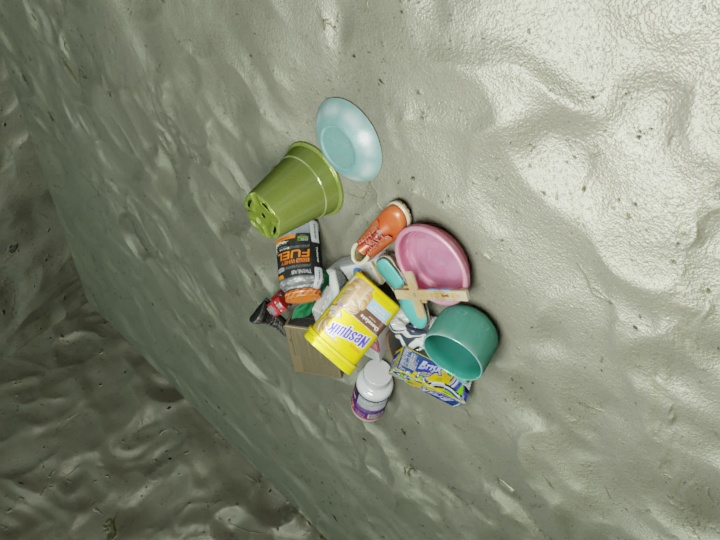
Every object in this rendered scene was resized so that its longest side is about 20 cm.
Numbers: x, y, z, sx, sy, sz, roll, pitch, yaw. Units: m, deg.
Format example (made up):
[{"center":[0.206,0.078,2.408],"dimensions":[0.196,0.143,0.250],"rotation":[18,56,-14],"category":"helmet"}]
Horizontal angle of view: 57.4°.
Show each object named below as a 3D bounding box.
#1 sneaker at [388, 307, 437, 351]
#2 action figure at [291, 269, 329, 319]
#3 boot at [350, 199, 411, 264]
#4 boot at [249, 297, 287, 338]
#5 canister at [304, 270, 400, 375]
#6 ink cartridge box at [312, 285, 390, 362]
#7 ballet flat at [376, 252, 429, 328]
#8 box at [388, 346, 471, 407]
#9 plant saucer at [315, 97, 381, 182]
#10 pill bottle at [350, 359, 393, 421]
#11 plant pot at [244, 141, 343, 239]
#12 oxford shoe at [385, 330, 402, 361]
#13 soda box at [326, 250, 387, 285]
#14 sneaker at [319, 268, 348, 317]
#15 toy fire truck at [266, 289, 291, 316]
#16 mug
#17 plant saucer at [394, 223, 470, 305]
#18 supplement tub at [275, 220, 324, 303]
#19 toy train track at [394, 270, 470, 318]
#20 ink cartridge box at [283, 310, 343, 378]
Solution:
[{"center":[0.161,0.169,1.627],"dimensions":[0.195,0.081,0.130],"rotation":[17,157,14],"category":"sneaker"},{"center":[-0.131,0.052,1.861],"dimensions":[0.055,0.117,0.202],"rotation":[49,140,23],"category":"action figure"},{"center":[0.044,-0.079,1.494],"dimensions":[0.075,0.107,0.200],"rotation":[48,146,6],"category":"boot"},{"center":[-0.253,0.169,2.056],"dimensions":[0.174,0.069,0.200],"rotation":[43,-170,-6],"category":"boot"},{"center":[-0.018,0.121,1.563],"dimensions":[0.148,0.201,0.087],"rotation":[39,180,-7],"category":"canister"},{"center":[-0.020,0.143,1.751],"dimensions":[0.197,0.086,0.147],"rotation":[24,155,18],"category":"ink cartridge box"},{"center":[0.112,0.041,1.564],"dimensions":[0.067,0.067,0.202],"rotation":[-29,94,30],"category":"ballet flat"},{"center":[0.173,0.265,1.635],"dimensions":[0.197,0.065,0.070],"rotation":[28,156,-6],"category":"box"},{"center":[-0.039,-0.279,1.462],"dimensions":[0.199,0.039,0.204],"rotation":[33,143,28],"category":"plant saucer"},{"center":[0.036,0.345,1.912],"dimensions":[0.111,0.111,0.202],"rotation":[38,145,19],"category":"pill bottle"},{"center":[-0.175,-0.177,1.591],"dimensions":[0.198,0.189,0.203],"rotation":[32,143,28],"category":"plant pot"},{"center":[0.104,0.231,1.740],"dimensions":[0.071,0.071,0.202],"rotation":[17,143,48],"category":"oxford shoe"},{"center":[0.000,0.000,1.664],"dimensions":[0.198,0.063,0.069],"rotation":[-11,114,54],"category":"soda box"},{"center":[-0.066,0.097,1.647],"dimensions":[0.085,0.074,0.205],"rotation":[-5,88,25],"category":"sneaker"},{"center":[-0.236,0.091,1.971],"dimensions":[0.140,0.200,0.049],"rotation":[-35,96,29],"category":"toy fire truck"},{"center":[0.227,0.158,1.481],"dimensions":[0.151,0.115,0.186],"rotation":[35,152,5],"category":"mug"},{"center":[0.165,-0.020,1.453],"dimensions":[0.199,0.051,0.203],"rotation":[33,144,27],"category":"plant saucer"},{"center":[-0.157,-0.024,1.706],"dimensions":[0.122,0.120,0.205],"rotation":[-29,65,57],"category":"supplement tub"},{"center":[0.160,0.048,1.455],"dimensions":[0.197,0.032,0.117],"rotation":[0,115,44],"category":"toy train track"},{"center":[-0.131,0.224,1.982],"dimensions":[0.161,0.076,0.203],"rotation":[7,131,16],"category":"ink cartridge box"}]
